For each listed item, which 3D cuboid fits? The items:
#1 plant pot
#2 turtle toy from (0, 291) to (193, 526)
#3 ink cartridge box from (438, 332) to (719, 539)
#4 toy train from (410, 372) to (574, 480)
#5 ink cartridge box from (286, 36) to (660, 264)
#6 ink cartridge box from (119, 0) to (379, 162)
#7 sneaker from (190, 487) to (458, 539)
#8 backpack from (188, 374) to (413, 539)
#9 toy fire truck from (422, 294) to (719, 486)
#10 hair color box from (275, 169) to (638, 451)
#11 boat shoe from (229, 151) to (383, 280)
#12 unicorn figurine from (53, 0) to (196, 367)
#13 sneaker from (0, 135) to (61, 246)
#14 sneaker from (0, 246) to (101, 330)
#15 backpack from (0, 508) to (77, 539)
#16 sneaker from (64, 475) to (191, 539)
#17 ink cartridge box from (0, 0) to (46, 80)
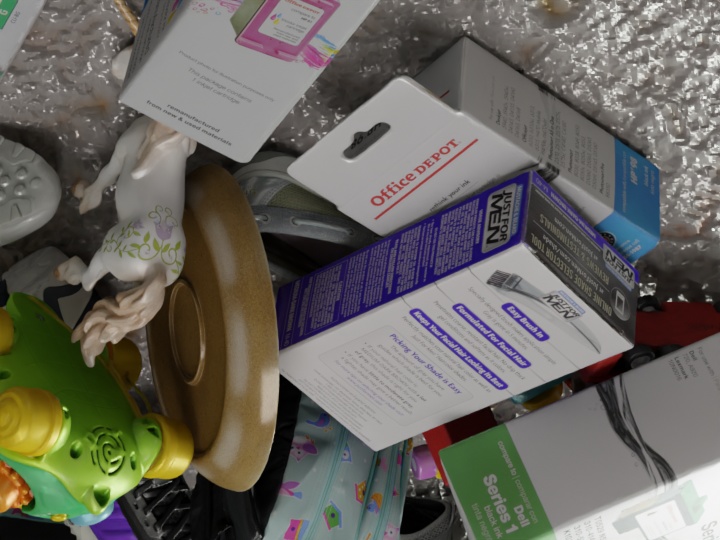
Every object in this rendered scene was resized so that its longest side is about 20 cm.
[{"bbox_3d":[-0.096,0.036,1.471,0.027,0.200,0.200,-5,141,-21],"label":"plant pot"},{"bbox_3d":[-0.202,0.081,1.466,0.146,0.200,0.101,17,118,-47],"label":"turtle toy"},{"bbox_3d":[0.162,0.135,1.496,0.200,0.084,0.146,-23,148,-1],"label":"ink cartridge box"},{"bbox_3d":[0.111,0.088,1.610,0.150,0.056,0.200,5,133,-32],"label":"toy train"},{"bbox_3d":[0.068,-0.060,1.441,0.200,0.067,0.116,32,133,-25],"label":"ink cartridge box"},{"bbox_3d":[-0.036,-0.178,1.271,0.085,0.145,0.200,27,134,-19],"label":"ink cartridge box"},{"bbox_3d":[-0.026,0.168,1.705,0.200,0.075,0.082,9,129,-18],"label":"sneaker"},{"bbox_3d":[-0.040,0.138,1.569,0.126,0.200,0.167,20,135,-14],"label":"backpack"},{"bbox_3d":[0.153,0.078,1.534,0.200,0.049,0.141,2,138,-32],"label":"toy fire truck"},{"bbox_3d":[0.054,0.027,1.442,0.200,0.065,0.109,-23,130,34],"label":"hair color box"},{"bbox_3d":[0.000,-0.001,1.513,0.202,0.065,0.074,32,132,-27],"label":"boat shoe"},{"bbox_3d":[-0.132,-0.053,1.441,0.074,0.200,0.137,0,160,-32],"label":"unicorn figurine"},{"bbox_3d":[-0.268,-0.029,1.524,0.200,0.077,0.081,-10,146,24],"label":"sneaker"},{"bbox_3d":[-0.230,0.077,1.615,0.199,0.080,0.130,-32,117,22],"label":"sneaker"},{"bbox_3d":[-0.254,0.255,1.755,0.176,0.153,0.200,4,129,3],"label":"backpack"},{"bbox_3d":[-0.144,0.161,1.639,0.070,0.200,0.100,-20,143,-40],"label":"sneaker"},{"bbox_3d":[-0.294,-0.161,1.394,0.200,0.050,0.161,21,135,-18],"label":"ink cartridge box"}]
